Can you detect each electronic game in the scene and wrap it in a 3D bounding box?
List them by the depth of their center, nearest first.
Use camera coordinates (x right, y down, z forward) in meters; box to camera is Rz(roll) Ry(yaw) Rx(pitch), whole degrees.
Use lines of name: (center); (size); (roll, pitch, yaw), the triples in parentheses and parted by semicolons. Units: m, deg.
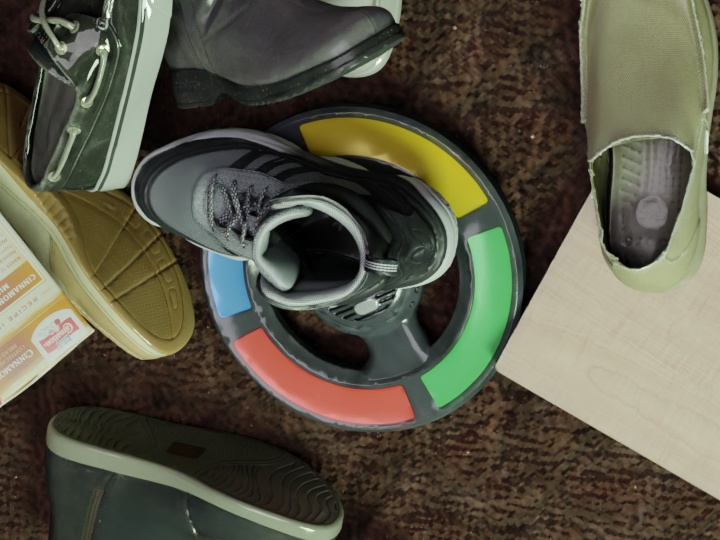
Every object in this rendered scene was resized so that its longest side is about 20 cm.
electronic game: (0.000, 0.000, 1.305); (0.199, 0.042, 0.201); (5, 108, 15)

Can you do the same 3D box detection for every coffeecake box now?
coffeecake box: (-0.260, -0.009, 1.318); (0.073, 0.153, 0.200); (-40, 94, -22)

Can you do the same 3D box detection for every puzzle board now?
puzzle board: (0.198, 0.041, 1.261); (0.199, 0.017, 0.151); (30, 101, 5)

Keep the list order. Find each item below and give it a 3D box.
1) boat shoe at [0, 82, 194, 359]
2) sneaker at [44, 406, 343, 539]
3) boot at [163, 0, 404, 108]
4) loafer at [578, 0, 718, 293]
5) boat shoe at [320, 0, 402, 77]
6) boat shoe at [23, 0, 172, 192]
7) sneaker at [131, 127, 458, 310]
boat shoe: (-0.182, -0.022, 1.343); (0.200, 0.074, 0.069); (51, 132, -3)
sneaker: (-0.104, 0.159, 1.375); (0.199, 0.075, 0.107); (16, 115, 21)
boot: (-0.067, -0.162, 1.219); (0.200, 0.070, 0.132); (-2, 111, 50)
loafer: (0.158, -0.084, 1.207); (0.075, 0.068, 0.201); (-5, 96, 14)
boat shoe: (-0.021, -0.201, 1.233); (0.070, 0.069, 0.201); (-3, 107, 15)
boat shoe: (-0.152, -0.128, 1.249); (0.071, 0.063, 0.201); (50, 138, 44)
sneaker: (-0.053, -0.030, 1.234); (0.199, 0.114, 0.076); (12, 104, 19)
